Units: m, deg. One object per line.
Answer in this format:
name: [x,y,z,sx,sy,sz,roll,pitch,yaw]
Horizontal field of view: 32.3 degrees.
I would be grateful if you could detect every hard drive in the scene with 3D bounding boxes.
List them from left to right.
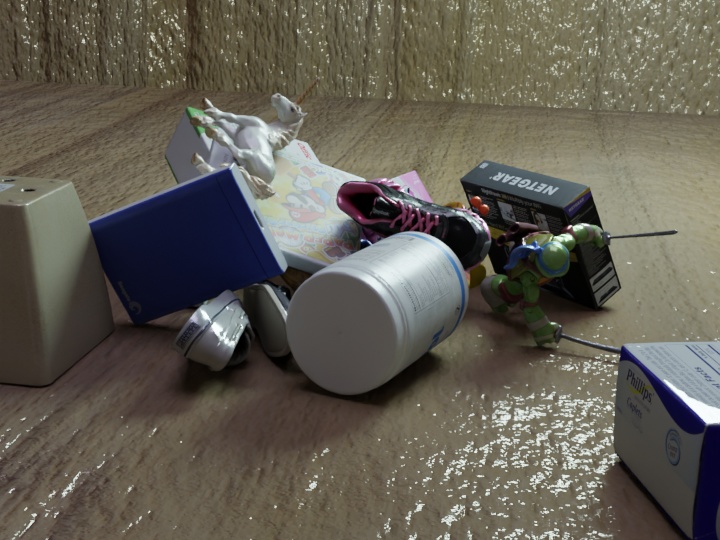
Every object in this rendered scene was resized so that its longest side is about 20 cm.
hard drive: [-0.197,-0.026,1.382,0.198,0.133,0.025,-19,21,21]

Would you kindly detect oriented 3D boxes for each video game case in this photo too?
video game case: [-0.092,-0.078,1.471,0.198,0.023,0.183,19,41,-12]

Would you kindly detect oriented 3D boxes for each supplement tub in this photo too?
supplement tub: [0.022,0.040,1.303,0.131,0.134,0.200,9,18,25]

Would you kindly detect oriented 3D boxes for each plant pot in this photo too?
plant pot: [-0.388,-0.002,1.321,0.198,0.179,0.200,5,15,9]

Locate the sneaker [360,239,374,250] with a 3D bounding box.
sneaker: [0.000,0.000,1.532,0.075,0.089,0.200,-8,17,-27]

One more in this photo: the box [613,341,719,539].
box: [0.335,0.138,1.036,0.198,0.106,0.184,0,16,-9]

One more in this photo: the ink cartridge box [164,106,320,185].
ink cartridge box: [-0.145,-0.127,1.672,0.198,0.084,0.145,13,29,-34]

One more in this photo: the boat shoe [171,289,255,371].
boat shoe: [-0.143,0.068,1.310,0.065,0.072,0.200,36,1,1]

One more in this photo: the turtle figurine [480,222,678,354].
turtle figurine: [0.232,0.017,1.442,0.198,0.146,0.194,4,-1,-15]

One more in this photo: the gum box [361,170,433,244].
gum box: [0.049,-0.059,1.642,0.066,0.114,0.200,-29,0,20]

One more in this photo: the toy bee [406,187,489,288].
toy bee: [0.105,-0.042,1.506,0.108,0.202,0.130,-30,-27,26]

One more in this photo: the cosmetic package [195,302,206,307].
cosmetic package: [-0.229,-0.017,1.592,0.100,0.075,0.200,3,14,2]

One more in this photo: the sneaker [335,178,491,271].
sneaker: [0.053,-0.055,1.407,0.199,0.080,0.095,23,3,33]

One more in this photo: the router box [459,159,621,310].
router box: [0.230,-0.049,1.598,0.052,0.158,0.199,-37,33,-22]

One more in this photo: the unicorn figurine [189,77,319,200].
unicorn figurine: [-0.130,-0.156,1.470,0.136,0.202,0.074,19,-36,-25]

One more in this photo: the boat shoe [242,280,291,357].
boat shoe: [-0.084,0.047,1.380,0.062,0.074,0.200,-3,10,-16]

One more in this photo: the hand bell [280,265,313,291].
hand bell: [-0.111,-0.030,1.473,0.103,0.105,0.200,-11,41,-40]
